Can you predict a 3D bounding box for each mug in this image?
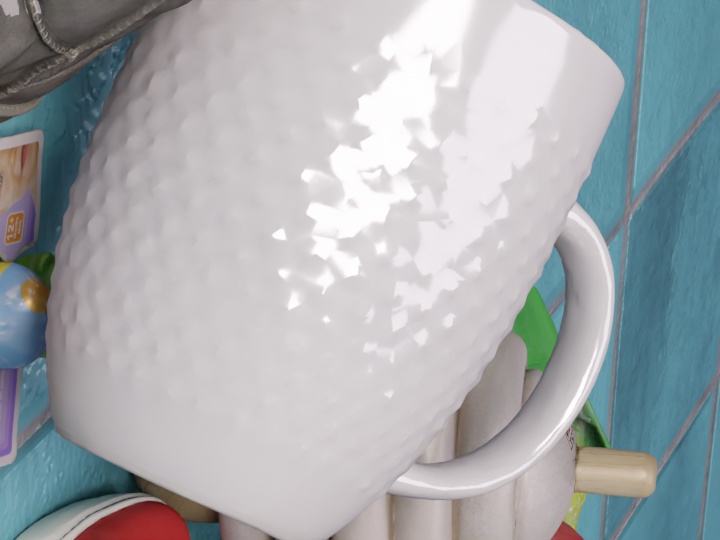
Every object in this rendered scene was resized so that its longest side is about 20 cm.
[{"bbox_3d":[0.000,0.000,0.863,0.200,0.148,0.176,28,85,-33],"label":"mug"}]

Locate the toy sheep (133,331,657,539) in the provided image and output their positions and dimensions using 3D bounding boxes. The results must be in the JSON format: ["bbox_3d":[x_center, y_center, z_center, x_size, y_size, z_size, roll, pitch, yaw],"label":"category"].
[{"bbox_3d":[0.012,0.074,1.027,0.138,0.199,0.138,1,90,-88],"label":"toy sheep"}]

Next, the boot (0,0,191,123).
[{"bbox_3d":[-0.060,-0.103,0.720,0.073,0.200,0.182,68,22,1],"label":"boot"}]

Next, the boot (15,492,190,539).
[{"bbox_3d":[-0.066,0.140,0.921,0.200,0.144,0.073,-47,134,-59],"label":"boot"}]

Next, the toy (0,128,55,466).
[{"bbox_3d":[-0.138,0.026,0.810,0.200,0.047,0.115,-22,121,-66],"label":"toy"}]

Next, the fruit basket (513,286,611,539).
[{"bbox_3d":[0.070,0.119,1.279,0.185,0.093,0.201,58,28,-63],"label":"fruit basket"}]
